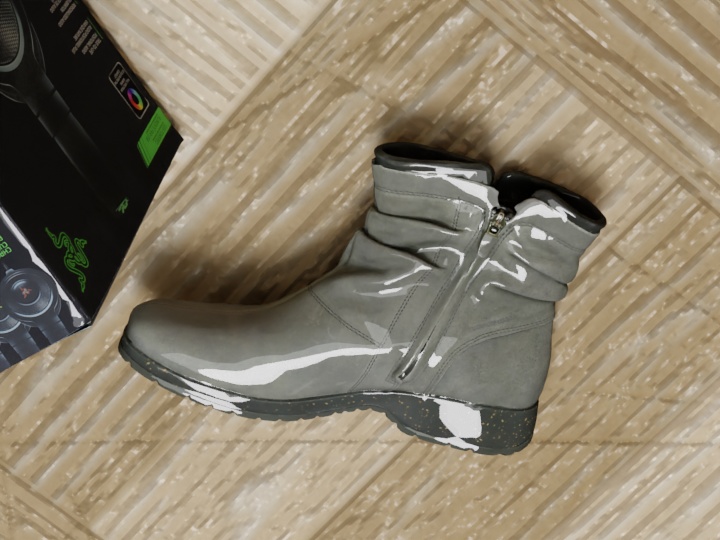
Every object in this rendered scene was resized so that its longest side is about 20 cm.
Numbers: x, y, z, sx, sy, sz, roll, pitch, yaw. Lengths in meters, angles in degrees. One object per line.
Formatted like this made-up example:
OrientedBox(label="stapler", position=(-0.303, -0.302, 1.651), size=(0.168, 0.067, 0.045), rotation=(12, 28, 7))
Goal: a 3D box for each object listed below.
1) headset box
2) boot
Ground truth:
OrientedBox(label="headset box", position=(-0.172, -0.065, 0.886), size=(0.093, 0.174, 0.200), rotation=(-27, 110, 21))
OrientedBox(label="boot", position=(0.000, 0.000, 0.968), size=(0.199, 0.068, 0.131), rotation=(9, 113, -6))
